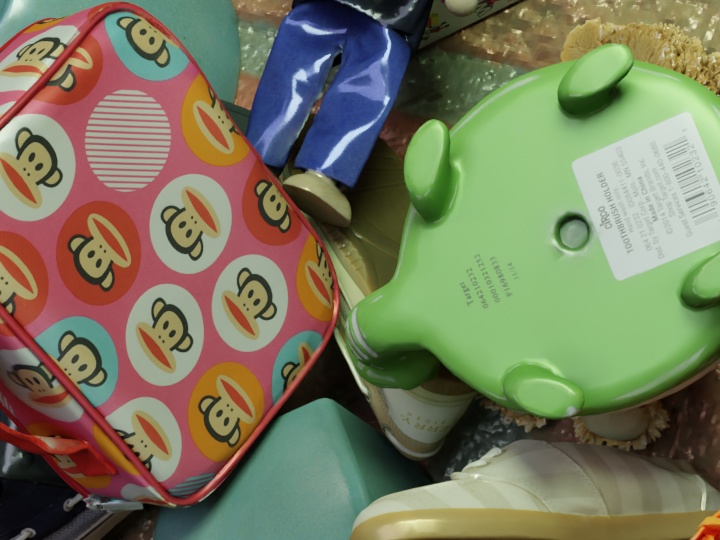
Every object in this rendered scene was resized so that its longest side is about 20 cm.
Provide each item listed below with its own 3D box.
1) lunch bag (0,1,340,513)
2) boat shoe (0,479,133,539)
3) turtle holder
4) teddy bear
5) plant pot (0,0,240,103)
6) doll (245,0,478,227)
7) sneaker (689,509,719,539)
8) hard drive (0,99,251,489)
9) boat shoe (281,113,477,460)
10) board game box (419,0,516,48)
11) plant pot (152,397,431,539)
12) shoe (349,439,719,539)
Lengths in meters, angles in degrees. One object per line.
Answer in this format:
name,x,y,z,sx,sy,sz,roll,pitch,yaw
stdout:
lunch bag,-0.111,0.005,0.750,0.082,0.200,0.176,-3,41,44
boat shoe,-0.138,0.078,0.883,0.200,0.093,0.075,-46,53,-6
turtle holder,0.087,0.003,0.709,0.141,0.132,0.186,40,101,18
teddy bear,0.119,-0.014,0.814,0.144,0.067,0.201,-6,77,37
plant pot,-0.186,-0.126,0.970,0.199,0.135,0.201,-10,68,26
doll,-0.005,-0.125,0.836,0.136,0.048,0.201,15,75,33
sneaker,0.154,0.091,0.685,0.199,0.112,0.077,-31,19,-19
hard drive,-0.107,0.009,0.836,0.033,0.139,0.201,-4,75,44
boat shoe,0.002,0.000,0.857,0.201,0.073,0.063,60,140,37
board game box,0.053,-0.214,0.911,0.199,0.064,0.148,-25,63,21
plant pot,-0.015,0.173,0.777,0.141,0.141,0.201,-26,55,19
shoe,0.078,0.104,0.724,0.070,0.199,0.054,-50,45,41
